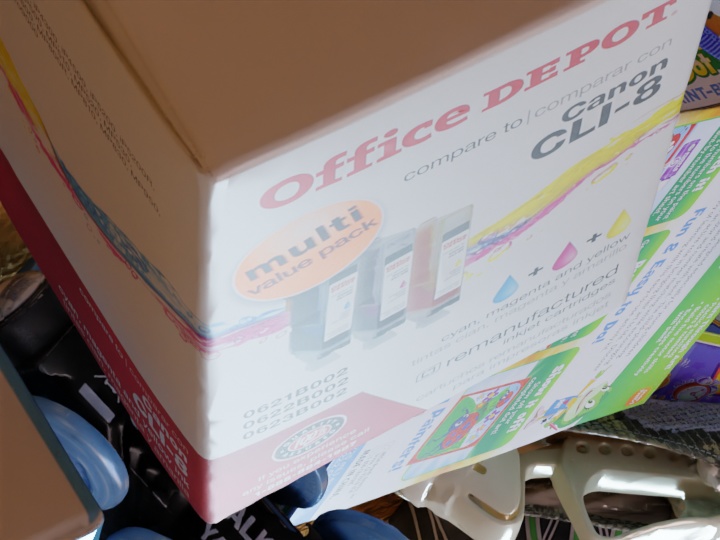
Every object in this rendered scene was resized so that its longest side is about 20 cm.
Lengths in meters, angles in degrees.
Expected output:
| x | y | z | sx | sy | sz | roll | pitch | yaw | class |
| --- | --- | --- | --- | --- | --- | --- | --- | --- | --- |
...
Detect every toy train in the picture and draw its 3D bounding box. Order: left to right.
| x | y | z | sx | sy | sz | roll | pitch | yaw | class |
| --- | --- | --- | --- | --- | --- | --- | --- | --- | --- |
| -0.064 | 0.083 | 0.964 | 0.114 | 0.200 | 0.087 | -17 | -151 | 51 | toy train |

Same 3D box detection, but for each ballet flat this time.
| x | y | z | sx | sy | sz | roll | pitch | yaw | class |
| --- | --- | --- | --- | --- | --- | --- | --- | --- | --- |
| 0.074 | 0.078 | 1.174 | 0.200 | 0.072 | 0.072 | 7 | 148 | -9 | ballet flat |

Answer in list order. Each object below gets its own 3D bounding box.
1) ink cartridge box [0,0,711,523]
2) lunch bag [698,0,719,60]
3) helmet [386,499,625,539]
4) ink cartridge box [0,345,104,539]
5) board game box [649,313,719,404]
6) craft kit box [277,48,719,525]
| x | y | z | sx | sy | sz | roll | pitch | yaw | class |
| --- | --- | --- | --- | --- | --- | --- | --- | --- | --- |
| -0.013 | -0.059 | 0.772 | 0.145 | 0.145 | 0.200 | -27 | 157 | -15 | ink cartridge box |
| 0.121 | -0.139 | 0.715 | 0.124 | 0.200 | 0.170 | -26 | 158 | -19 | lunch bag |
| 0.084 | 0.170 | 1.332 | 0.200 | 0.200 | 0.191 | -23 | 141 | -25 | helmet |
| -0.178 | 0.086 | 0.848 | 0.146 | 0.147 | 0.200 | -24 | 156 | -24 | ink cartridge box |
| 0.143 | 0.052 | 1.233 | 0.200 | 0.045 | 0.134 | 12 | 140 | -16 | board game box |
| 0.073 | -0.007 | 1.019 | 0.197 | 0.049 | 0.200 | -12 | 148 | -42 | craft kit box |
